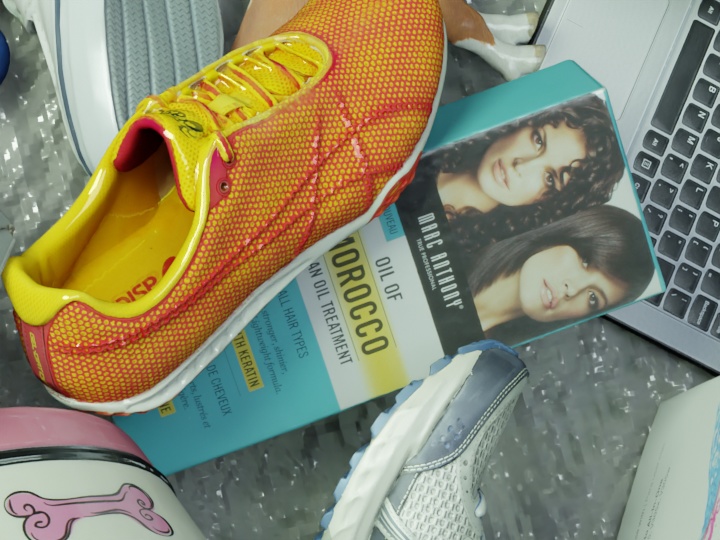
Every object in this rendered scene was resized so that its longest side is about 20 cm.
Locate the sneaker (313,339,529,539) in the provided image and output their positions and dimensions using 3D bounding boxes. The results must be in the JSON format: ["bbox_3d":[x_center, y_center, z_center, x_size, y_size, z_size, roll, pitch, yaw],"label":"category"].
[{"bbox_3d":[0.019,0.121,0.954,0.085,0.077,0.200,25,86,8],"label":"sneaker"}]

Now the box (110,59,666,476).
[{"bbox_3d":[0.000,0.000,0.992,0.200,0.049,0.082,-20,108,-4],"label":"box"}]

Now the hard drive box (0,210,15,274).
[{"bbox_3d":[-0.235,-0.011,0.870,0.156,0.200,0.077,50,38,-30],"label":"hard drive box"}]

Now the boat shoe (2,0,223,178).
[{"bbox_3d":[-0.097,-0.112,1.022,0.074,0.067,0.200,29,51,-48],"label":"boat shoe"}]

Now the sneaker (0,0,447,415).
[{"bbox_3d":[-0.036,-0.038,0.921,0.073,0.077,0.200,23,59,28],"label":"sneaker"}]

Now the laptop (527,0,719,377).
[{"bbox_3d":[0.170,-0.060,1.068,0.200,0.116,0.187,27,72,-9],"label":"laptop"}]

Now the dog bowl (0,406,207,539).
[{"bbox_3d":[-0.138,0.116,0.910,0.200,0.200,0.074,-15,64,-18],"label":"dog bowl"}]

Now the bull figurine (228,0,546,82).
[{"bbox_3d":[0.001,-0.082,1.046,0.121,0.065,0.200,26,84,-11],"label":"bull figurine"}]

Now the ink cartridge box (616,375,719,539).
[{"bbox_3d":[0.194,0.091,1.001,0.145,0.200,0.088,22,71,-10],"label":"ink cartridge box"}]

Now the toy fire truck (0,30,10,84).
[{"bbox_3d":[-0.211,-0.087,0.980,0.168,0.112,0.200,43,70,-30],"label":"toy fire truck"}]
